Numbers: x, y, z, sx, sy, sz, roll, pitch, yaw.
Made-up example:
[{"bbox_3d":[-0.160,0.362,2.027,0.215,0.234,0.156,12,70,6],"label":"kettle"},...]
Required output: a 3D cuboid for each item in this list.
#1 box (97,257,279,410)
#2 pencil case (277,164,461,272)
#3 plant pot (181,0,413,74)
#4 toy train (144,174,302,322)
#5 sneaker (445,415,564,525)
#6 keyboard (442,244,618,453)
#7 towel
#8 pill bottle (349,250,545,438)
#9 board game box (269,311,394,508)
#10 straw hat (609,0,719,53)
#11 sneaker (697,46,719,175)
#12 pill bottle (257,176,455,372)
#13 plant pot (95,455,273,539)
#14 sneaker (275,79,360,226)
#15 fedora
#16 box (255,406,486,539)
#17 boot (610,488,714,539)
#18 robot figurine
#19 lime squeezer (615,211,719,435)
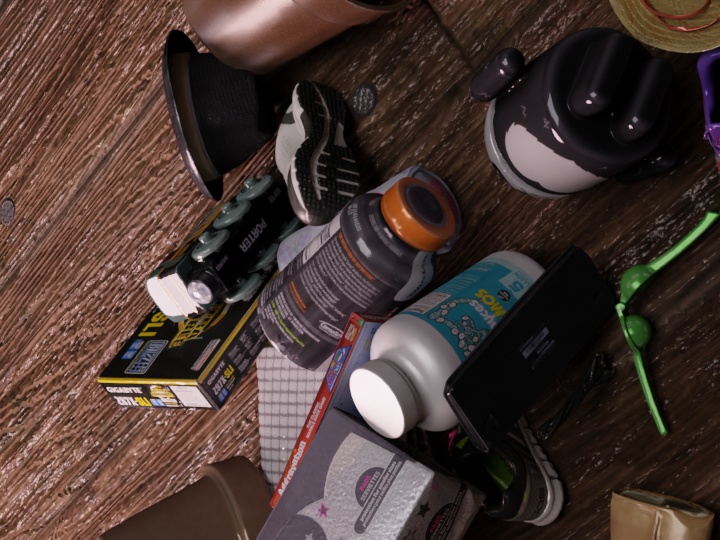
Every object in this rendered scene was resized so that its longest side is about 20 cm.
[{"bbox_3d":[-0.167,0.063,1.470,0.159,0.200,0.049,-4,129,42],"label":"box"},{"bbox_3d":[0.007,-0.029,1.384,0.200,0.083,0.091,-29,75,36],"label":"pencil case"},{"bbox_3d":[-0.070,-0.307,1.394,0.198,0.200,0.201,-29,71,44],"label":"plant pot"},{"bbox_3d":[-0.143,-0.026,1.452,0.114,0.200,0.085,-19,115,37],"label":"toy train"},{"bbox_3d":[0.110,0.155,1.290,0.074,0.087,0.200,-47,61,30],"label":"sneaker"},{"bbox_3d":[0.160,0.082,1.203,0.021,0.200,0.127,0,129,57],"label":"keyboard"},{"bbox_3d":[-0.014,0.149,1.400,0.200,0.085,0.166,-6,82,40],"label":"towel"},{"bbox_3d":[0.086,0.071,1.227,0.111,0.200,0.111,35,142,33],"label":"pill bottle"},{"bbox_3d":[-0.009,0.134,1.274,0.019,0.103,0.200,33,106,38],"label":"board game box"},{"bbox_3d":[0.302,-0.269,1.136,0.201,0.085,0.202,-8,77,37],"label":"straw hat"},{"bbox_3d":[0.315,-0.091,1.125,0.081,0.083,0.201,-25,75,38],"label":"sneaker"},{"bbox_3d":[0.000,0.000,1.281,0.200,0.106,0.106,-43,63,32],"label":"pill bottle"},{"bbox_3d":[-0.178,0.312,1.429,0.200,0.174,0.201,166,90,-69],"label":"plant pot"},{"bbox_3d":[-0.050,-0.108,1.416,0.080,0.074,0.200,-56,24,36],"label":"sneaker"},{"bbox_3d":[-0.145,-0.177,1.484,0.091,0.201,0.201,-15,78,7],"label":"fedora"},{"bbox_3d":[-0.004,0.247,1.220,0.132,0.115,0.200,28,88,36],"label":"box"},{"bbox_3d":[0.277,0.301,1.162,0.175,0.066,0.201,8,93,40],"label":"boot"},{"bbox_3d":[0.185,-0.131,1.178,0.151,0.125,0.200,65,158,2],"label":"robot figurine"},{"bbox_3d":[0.259,0.040,1.209,0.070,0.038,0.201,12,97,8],"label":"lime squeezer"}]
